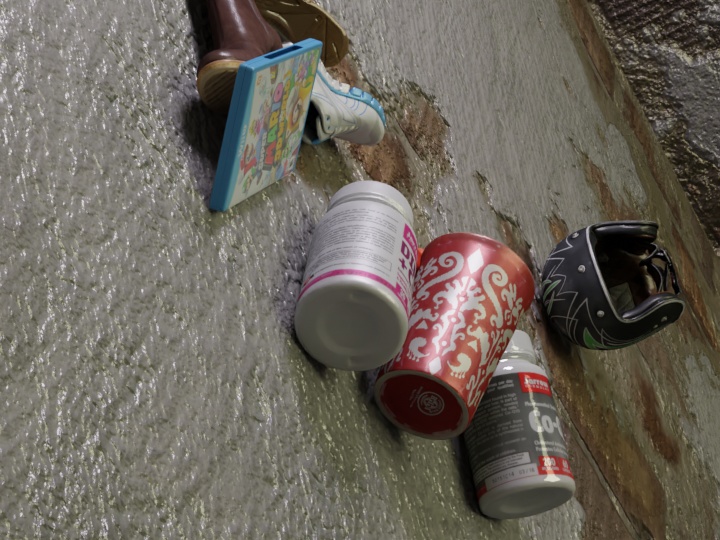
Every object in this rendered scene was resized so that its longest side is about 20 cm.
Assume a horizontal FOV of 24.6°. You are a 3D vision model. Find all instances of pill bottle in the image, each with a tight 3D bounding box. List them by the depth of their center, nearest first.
[{"bbox_3d":[0.000,0.000,1.684,0.114,0.113,0.200,55,24,-28],"label":"pill bottle"},{"bbox_3d":[0.174,0.177,1.922,0.114,0.114,0.201,33,40,-55],"label":"pill bottle"}]

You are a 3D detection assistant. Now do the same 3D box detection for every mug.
[{"bbox_3d":[0.103,0.089,1.789,0.200,0.133,0.178,-63,145,-42],"label":"mug"}]

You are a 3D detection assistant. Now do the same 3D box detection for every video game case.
[{"bbox_3d":[-0.091,-0.147,1.627,0.200,0.018,0.144,-39,146,-67],"label":"video game case"}]

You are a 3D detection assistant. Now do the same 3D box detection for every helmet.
[{"bbox_3d":[0.357,0.024,2.405,0.200,0.190,0.201,170,-90,-78],"label":"helmet"}]

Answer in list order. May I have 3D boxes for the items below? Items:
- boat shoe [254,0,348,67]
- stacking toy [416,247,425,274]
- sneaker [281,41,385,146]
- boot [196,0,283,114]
[{"bbox_3d":[-0.098,-0.304,1.836,0.200,0.071,0.064,48,-8,-23],"label":"boat shoe"},{"bbox_3d":[0.081,0.009,1.938,0.200,0.085,0.086,21,50,-53],"label":"stacking toy"},{"bbox_3d":[-0.042,-0.170,1.833,0.200,0.075,0.087,29,50,-47],"label":"sneaker"},{"bbox_3d":[-0.140,-0.244,1.674,0.167,0.072,0.200,65,17,9],"label":"boot"}]
